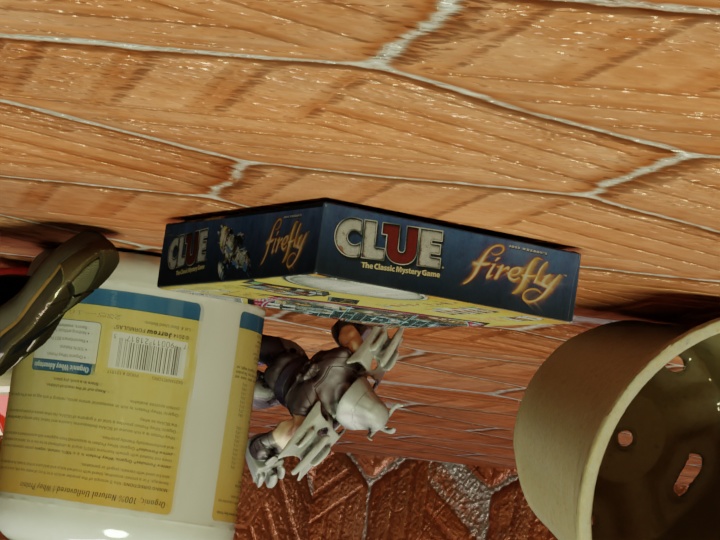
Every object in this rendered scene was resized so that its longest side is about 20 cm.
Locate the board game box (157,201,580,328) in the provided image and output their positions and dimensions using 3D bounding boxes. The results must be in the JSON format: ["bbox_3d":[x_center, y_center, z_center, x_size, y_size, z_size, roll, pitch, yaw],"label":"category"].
[{"bbox_3d":[0.000,0.000,1.445,0.135,0.035,0.200,11,174,-24],"label":"board game box"}]

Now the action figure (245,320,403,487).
[{"bbox_3d":[-0.048,0.066,1.842,0.199,0.130,0.070,20,144,41],"label":"action figure"}]

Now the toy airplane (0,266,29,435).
[{"bbox_3d":[-0.209,0.075,1.969,0.199,0.142,0.199,27,133,-31],"label":"toy airplane"}]

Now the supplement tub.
[{"bbox_3d":[-0.137,0.095,1.752,0.144,0.202,0.145,8,174,1],"label":"supplement tub"}]

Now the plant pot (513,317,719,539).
[{"bbox_3d":[0.174,0.108,1.606,0.199,0.202,0.183,10,-175,-20],"label":"plant pot"}]

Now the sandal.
[{"bbox_3d":[-0.206,0.027,1.659,0.082,0.055,0.200,-37,176,-45],"label":"sandal"}]
